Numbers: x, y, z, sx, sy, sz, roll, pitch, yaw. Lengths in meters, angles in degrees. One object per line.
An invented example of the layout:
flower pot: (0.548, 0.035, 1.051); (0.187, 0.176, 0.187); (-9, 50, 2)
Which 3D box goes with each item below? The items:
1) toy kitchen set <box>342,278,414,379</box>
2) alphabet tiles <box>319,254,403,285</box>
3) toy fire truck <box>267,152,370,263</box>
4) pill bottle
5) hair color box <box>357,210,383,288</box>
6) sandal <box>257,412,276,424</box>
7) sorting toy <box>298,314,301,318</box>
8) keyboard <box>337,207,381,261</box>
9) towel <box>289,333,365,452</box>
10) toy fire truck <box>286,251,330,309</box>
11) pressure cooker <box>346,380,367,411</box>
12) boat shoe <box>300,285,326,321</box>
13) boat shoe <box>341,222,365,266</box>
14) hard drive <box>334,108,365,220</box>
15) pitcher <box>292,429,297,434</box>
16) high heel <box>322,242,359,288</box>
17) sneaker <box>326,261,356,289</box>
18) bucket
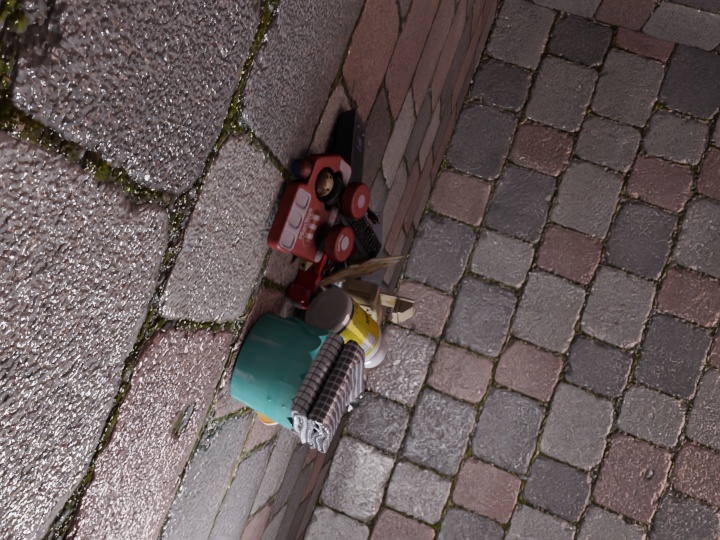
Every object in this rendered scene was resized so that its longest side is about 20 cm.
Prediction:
toy kitchen set: (0.031, 0.148, 1.402); (0.200, 0.162, 0.182); (79, 24, -65)
alphabet tiles: (0.000, 0.000, 1.340); (0.199, 0.166, 0.006); (-8, 77, -54)
toy fire truck: (-0.079, -0.114, 1.033); (0.168, 0.111, 0.201); (30, 78, -62)
pill bottle: (-0.023, 0.133, 1.274); (0.200, 0.111, 0.112); (48, 58, -45)
hair color box: (0.016, -0.046, 1.538); (0.099, 0.060, 0.202); (147, -54, -70)
sandal: (-0.160, 0.289, 1.254); (0.206, 0.080, 0.059); (-36, 172, 31)
sorting toy: (-0.134, 0.169, 1.470); (0.186, 0.036, 0.201); (-59, 166, -48)
keyboard: (-0.004, -0.125, 1.294); (0.201, 0.020, 0.127); (58, 36, -29)
towel: (-0.055, 0.228, 1.071); (0.200, 0.085, 0.166); (92, 21, -59)
toy fire truck: (-0.101, -0.025, 1.217); (0.141, 0.048, 0.201); (68, 44, -76)
pressure cooker: (-0.063, 0.317, 1.753); (0.200, 0.177, 0.177); (66, 42, -76)
boat shoe: (-0.092, 0.128, 1.388); (0.065, 0.074, 0.204); (-38, 123, -65)
boat shoe: (-0.010, -0.091, 1.409); (0.201, 0.071, 0.077); (-103, -173, -51)
hard drive: (-0.022, -0.208, 1.183); (0.135, 0.042, 0.202); (8, 86, -80)
pitcher: (-0.135, 0.242, 1.345); (0.121, 0.171, 0.202); (-1, 109, -39)
high heel: (-0.058, -0.005, 1.359); (0.068, 0.095, 0.201); (-60, 166, -47)
sneaker: (-0.060, 0.036, 1.498); (0.072, 0.082, 0.201); (-88, -166, -62)
bucket: (-0.147, 0.186, 1.127); (0.207, 0.134, 0.209); (21, 90, -81)
